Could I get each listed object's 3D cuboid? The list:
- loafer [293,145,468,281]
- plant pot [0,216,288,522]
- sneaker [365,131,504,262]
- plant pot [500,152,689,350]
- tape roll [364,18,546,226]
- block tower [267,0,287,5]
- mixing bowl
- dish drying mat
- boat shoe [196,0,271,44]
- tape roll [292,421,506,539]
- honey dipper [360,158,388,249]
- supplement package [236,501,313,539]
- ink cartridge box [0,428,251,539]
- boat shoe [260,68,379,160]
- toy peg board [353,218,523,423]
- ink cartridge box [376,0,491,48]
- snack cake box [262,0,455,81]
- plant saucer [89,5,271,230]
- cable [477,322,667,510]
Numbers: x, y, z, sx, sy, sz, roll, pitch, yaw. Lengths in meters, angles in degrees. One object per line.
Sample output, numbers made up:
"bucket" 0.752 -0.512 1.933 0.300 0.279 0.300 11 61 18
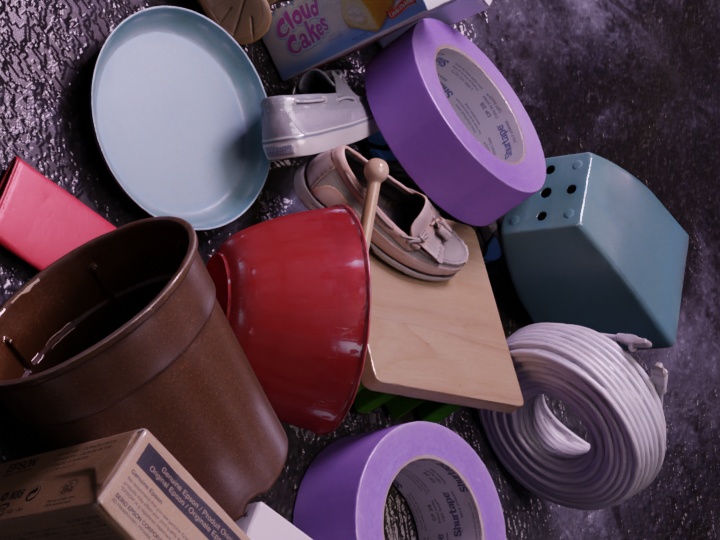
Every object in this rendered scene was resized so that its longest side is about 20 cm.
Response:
"loafer" 0.032 -0.051 1.563 0.200 0.063 0.072 28 43 -32
"plant pot" -0.167 0.097 1.322 0.199 0.200 0.200 60 43 -25
"sneaker" 0.089 -0.095 1.724 0.200 0.073 0.082 52 42 -23
"plant pot" 0.231 -0.024 1.762 0.200 0.141 0.142 46 47 -45
"tape roll" 0.093 -0.144 1.652 0.200 0.066 0.200 38 31 -28
"block tower" -0.108 -0.347 1.602 0.058 0.054 0.200 -25 89 -44
"mixing bowl" -0.075 0.038 1.446 0.108 0.200 0.201 5 72 -21
"dish drying mat" -0.223 -0.009 1.413 0.200 0.018 0.077 37 54 -31
"boat shoe" -0.147 -0.299 1.560 0.201 0.073 0.063 56 1 -12
"tape roll" 0.038 0.242 1.552 0.200 0.085 0.201 16 67 -42
"honey dipper" 0.000 0.000 1.496 0.038 0.038 0.201 17 81 -41
"supplement package" -0.070 0.295 1.395 0.200 0.120 0.122 42 52 -29
"ink cartridge box" -0.180 0.208 1.251 0.165 0.200 0.075 50 49 -23
"boat shoe" -0.032 -0.153 1.589 0.201 0.070 0.072 -31 114 -61
"toy peg board" 0.032 0.049 1.621 0.200 0.098 0.200 13 52 -43
"ink cartridge box" 0.066 -0.354 1.729 0.146 0.146 0.200 46 48 -26
"snack cake box" 0.012 -0.253 1.601 0.115 0.200 0.067 -33 99 -46
"plant saucer" -0.161 -0.132 1.502 0.200 0.027 0.201 11 75 -42
"cable" 0.207 0.146 1.675 0.069 0.200 0.201 -37 127 -40
